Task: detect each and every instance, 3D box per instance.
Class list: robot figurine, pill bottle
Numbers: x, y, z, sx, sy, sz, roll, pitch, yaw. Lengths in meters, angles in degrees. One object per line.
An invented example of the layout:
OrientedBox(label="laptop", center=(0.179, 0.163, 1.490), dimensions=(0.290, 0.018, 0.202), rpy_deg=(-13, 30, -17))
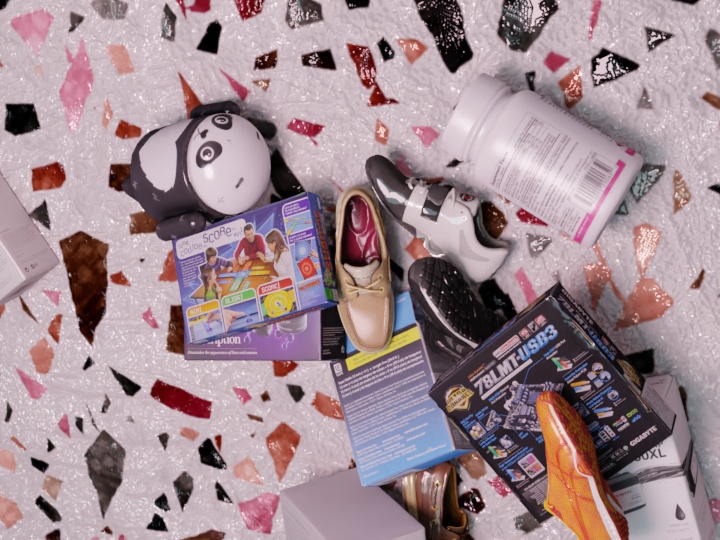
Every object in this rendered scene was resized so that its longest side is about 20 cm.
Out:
OrientedBox(label="robot figurine", center=(-0.202, -0.123, 1.421), dimensions=(0.198, 0.124, 0.153), rpy_deg=(-6, 99, 39))
OrientedBox(label="pill bottle", center=(0.193, -0.123, 1.257), dimensions=(0.199, 0.113, 0.114), rpy_deg=(33, 118, 11))

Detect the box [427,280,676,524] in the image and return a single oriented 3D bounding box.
OrientedBox(label="box", center=(0.207, 0.148, 1.279), dimensions=(0.199, 0.050, 0.200), rpy_deg=(48, 119, 1))

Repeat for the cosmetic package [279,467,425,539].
OrientedBox(label="cosmetic package", center=(-0.004, 0.387, 1.463), dimensions=(0.199, 0.121, 0.203), rpy_deg=(-152, 52, -62))

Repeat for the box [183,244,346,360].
OrientedBox(label="box", center=(-0.121, 0.042, 1.457), dimensions=(0.197, 0.079, 0.144), rpy_deg=(-3, 85, 25))

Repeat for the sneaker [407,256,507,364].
OrientedBox(label="sneaker", center=(0.097, 0.063, 1.343), dimensions=(0.087, 0.077, 0.200), rpy_deg=(-16, 137, 33))

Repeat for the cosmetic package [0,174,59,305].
OrientedBox(label="cosmetic package", center=(-0.529, -0.058, 1.627), dimensions=(0.107, 0.085, 0.202), rpy_deg=(-31, 92, 29))

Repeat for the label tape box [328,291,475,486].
OrientedBox(label="label tape box", center=(0.046, 0.147, 1.436), dimensions=(0.142, 0.066, 0.203), rpy_deg=(-26, 68, 30))

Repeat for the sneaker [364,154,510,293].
OrientedBox(label="sneaker", center=(0.093, -0.074, 1.347), dimensions=(0.200, 0.074, 0.088), rpy_deg=(44, 118, -8))

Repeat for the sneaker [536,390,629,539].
OrientedBox(label="sneaker", center=(0.221, 0.223, 1.234), dimensions=(0.076, 0.073, 0.202), rpy_deg=(-17, 104, 22))

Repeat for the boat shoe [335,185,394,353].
OrientedBox(label="boat shoe", center=(0.000, 0.000, 1.384), dimensions=(0.073, 0.066, 0.204), rpy_deg=(-9, 90, 2))

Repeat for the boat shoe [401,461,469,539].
OrientedBox(label="boat shoe", center=(0.103, 0.332, 1.477), dimensions=(0.067, 0.072, 0.203), rpy_deg=(-4, 103, 27))

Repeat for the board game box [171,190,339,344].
OrientedBox(label="board game box", center=(-0.129, -0.001, 1.400), dimensions=(0.197, 0.034, 0.138), rpy_deg=(-16, 77, 23))

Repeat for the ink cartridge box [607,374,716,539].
OrientedBox(label="ink cartridge box", center=(0.312, 0.237, 1.341), dimensions=(0.143, 0.084, 0.203), rpy_deg=(-13, 101, 27))
